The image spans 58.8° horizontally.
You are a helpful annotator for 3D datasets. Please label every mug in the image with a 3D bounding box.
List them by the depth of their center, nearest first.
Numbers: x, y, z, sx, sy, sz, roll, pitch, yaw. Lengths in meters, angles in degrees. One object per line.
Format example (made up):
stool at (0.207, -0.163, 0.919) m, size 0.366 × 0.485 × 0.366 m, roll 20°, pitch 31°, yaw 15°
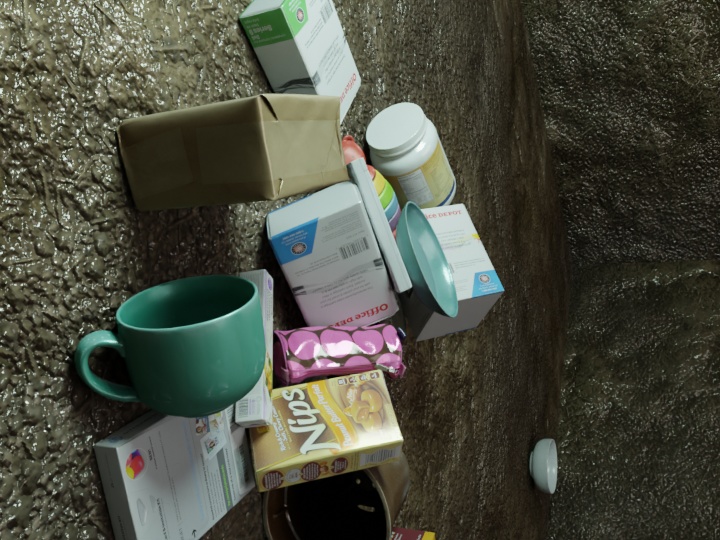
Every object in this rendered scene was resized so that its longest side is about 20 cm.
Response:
mug at (-0.193, 0.087, 0.695) m, size 0.153 × 0.179 × 0.118 m, roll -84°, pitch 168°, yaw -70°

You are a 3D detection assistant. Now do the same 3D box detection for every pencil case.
pencil case at (-0.033, 0.126, 0.938) m, size 0.095 × 0.194 × 0.093 m, roll -114°, pitch -151°, yaw -46°

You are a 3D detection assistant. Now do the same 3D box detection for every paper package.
paper package at (-0.138, -0.138, 0.741) m, size 0.190 × 0.194 × 0.107 m, roll -29°, pitch 114°, yaw -61°

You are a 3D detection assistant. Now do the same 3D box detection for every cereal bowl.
cereal bowl at (0.703, 0.752, 2.467) m, size 0.199 × 0.081 × 0.207 m, roll 7°, pitch 83°, yaw -63°

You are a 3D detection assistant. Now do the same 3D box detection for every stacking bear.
stacking bear at (0.003, -0.134, 1.120) m, size 0.202 × 0.120 × 0.114 m, roll 57°, pitch -2°, yaw -30°

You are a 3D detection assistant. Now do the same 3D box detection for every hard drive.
hard drive at (0.026, -0.073, 0.996) m, size 0.132 × 0.026 × 0.205 m, roll -119°, pitch -172°, yaw -82°

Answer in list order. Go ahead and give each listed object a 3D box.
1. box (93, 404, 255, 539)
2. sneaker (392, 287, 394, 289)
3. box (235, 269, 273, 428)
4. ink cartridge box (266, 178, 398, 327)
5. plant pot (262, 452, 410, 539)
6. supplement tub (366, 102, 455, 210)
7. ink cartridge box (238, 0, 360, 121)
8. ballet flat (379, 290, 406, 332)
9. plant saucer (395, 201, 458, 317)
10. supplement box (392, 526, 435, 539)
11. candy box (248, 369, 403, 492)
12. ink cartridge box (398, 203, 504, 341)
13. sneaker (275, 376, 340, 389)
box at (-0.206, 0.232, 0.749) m, size 0.199 × 0.040 × 0.161 m, roll -30°, pitch 114°, yaw -61°
sneaker at (0.000, 0.001, 1.093) m, size 0.081 × 0.112 × 0.204 m, roll -59°, pitch 139°, yaw -48°
box at (-0.138, 0.101, 0.842) m, size 0.039 × 0.040 × 0.206 m, roll 63°, pitch 21°, yaw -64°
ink cartridge box at (-0.040, -0.010, 0.966) m, size 0.087 × 0.143 × 0.204 m, roll -111°, pitch 180°, yaw -56°
plant pot at (-0.018, 0.338, 0.972) m, size 0.197 × 0.194 × 0.207 m, roll -9°, pitch 96°, yaw -70°
supplement tub at (0.101, -0.215, 1.277) m, size 0.201 × 0.140 × 0.147 m, roll 57°, pitch 41°, yaw -45°
ink cartridge box at (-0.084, -0.334, 0.981) m, size 0.203 × 0.082 × 0.148 m, roll 65°, pitch 35°, yaw -38°
ballet flat at (0.037, 0.044, 1.236) m, size 0.072 × 0.070 × 0.206 m, roll -37°, pitch 119°, yaw -58°
plant saucer at (0.105, -0.013, 1.057) m, size 0.201 × 0.035 × 0.203 m, roll 53°, pitch 24°, yaw -35°
supplement box at (0.030, 0.537, 1.027) m, size 0.133 × 0.192 × 0.206 m, roll -43°, pitch 125°, yaw -55°
candy box at (-0.051, 0.211, 0.857) m, size 0.056 × 0.194 × 0.117 m, roll 95°, pitch -19°, yaw -44°
ink cartridge box at (0.153, 0.001, 1.234) m, size 0.147 × 0.142 × 0.204 m, roll 114°, pitch -38°, yaw -54°
sneaker at (-0.078, 0.196, 0.956) m, size 0.202 × 0.085 × 0.077 m, roll -59°, pitch 139°, yaw -45°
